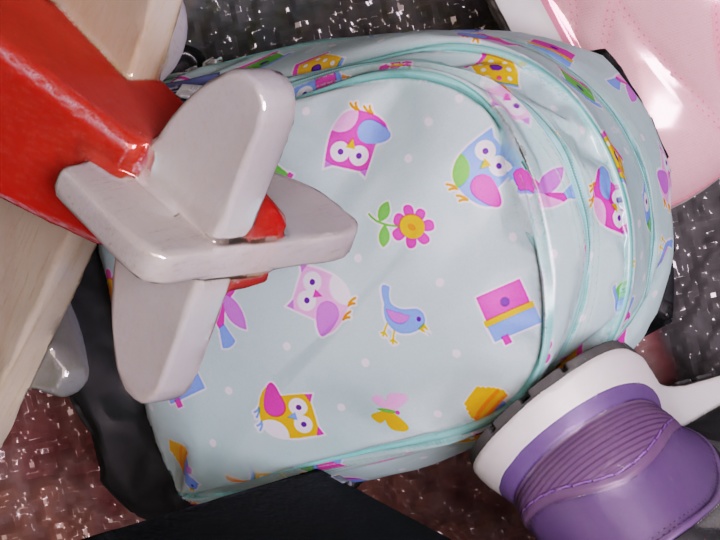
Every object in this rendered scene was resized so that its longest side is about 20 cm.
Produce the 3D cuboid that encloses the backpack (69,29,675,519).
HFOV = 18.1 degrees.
[{"bbox_3d":[0.000,0.000,0.719,0.199,0.127,0.167,-13,99,26],"label":"backpack"}]

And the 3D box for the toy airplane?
[{"bbox_3d":[-0.082,-0.056,0.635,0.200,0.141,0.200,-17,98,29],"label":"toy airplane"}]

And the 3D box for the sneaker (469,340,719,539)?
[{"bbox_3d":[0.105,0.084,0.708,0.076,0.200,0.088,-43,68,17],"label":"sneaker"}]

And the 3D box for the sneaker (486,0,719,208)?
[{"bbox_3d":[0.085,-0.120,0.759,0.104,0.075,0.201,-28,99,6],"label":"sneaker"}]

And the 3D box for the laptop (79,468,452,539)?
[{"bbox_3d":[0.033,0.141,0.635,0.177,0.200,0.103,26,55,28],"label":"laptop"}]
